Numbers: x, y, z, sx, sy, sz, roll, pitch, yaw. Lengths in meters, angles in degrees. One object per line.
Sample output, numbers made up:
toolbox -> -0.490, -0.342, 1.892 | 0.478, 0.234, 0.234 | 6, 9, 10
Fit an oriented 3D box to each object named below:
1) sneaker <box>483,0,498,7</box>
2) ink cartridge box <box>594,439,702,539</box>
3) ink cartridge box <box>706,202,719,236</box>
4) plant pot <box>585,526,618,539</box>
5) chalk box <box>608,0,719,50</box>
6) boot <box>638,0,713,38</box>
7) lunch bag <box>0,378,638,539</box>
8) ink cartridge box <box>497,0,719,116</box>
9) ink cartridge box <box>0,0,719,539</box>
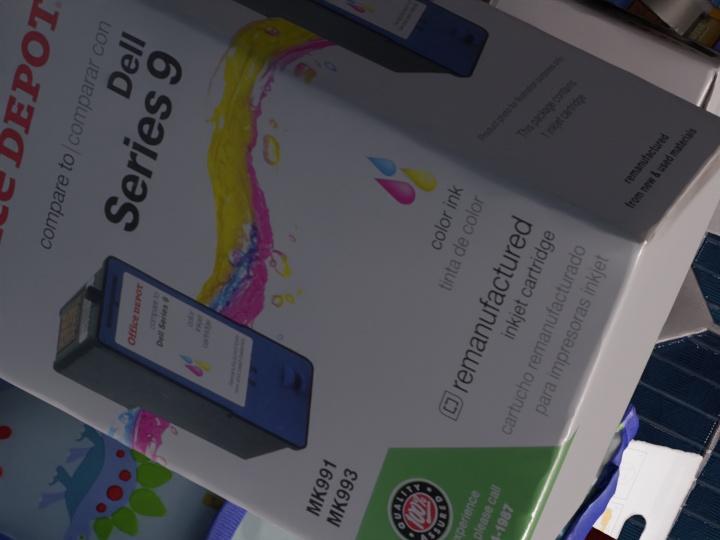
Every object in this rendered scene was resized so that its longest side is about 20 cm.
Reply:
sneaker -> -0.009, -0.055, 1.053 | 0.200, 0.072, 0.083 | -52, -173, -3
ink cartridge box -> 0.082, 0.144, 1.663 | 0.050, 0.200, 0.162 | -116, -136, -61
ink cartridge box -> 0.272, -0.030, 1.338 | 0.116, 0.200, 0.067 | -44, 153, -65
plant pot -> 0.089, 0.213, 1.249 | 0.200, 0.176, 0.200 | 12, 94, -74
chalk box -> 0.151, -0.080, 1.658 | 0.200, 0.124, 0.125 | -47, 161, -55
boot -> 0.178, -0.186, 1.278 | 0.158, 0.079, 0.211 | -48, -173, 8
lunch bag -> -0.030, 0.071, 0.909 | 0.170, 0.200, 0.127 | -58, 168, -28
ink cartridge box -> 0.104, -0.089, 1.331 | 0.083, 0.147, 0.200 | -67, 170, 9
ink cartridge box -> -0.016, -0.012, 0.787 | 0.088, 0.200, 0.145 | -43, 158, -54
